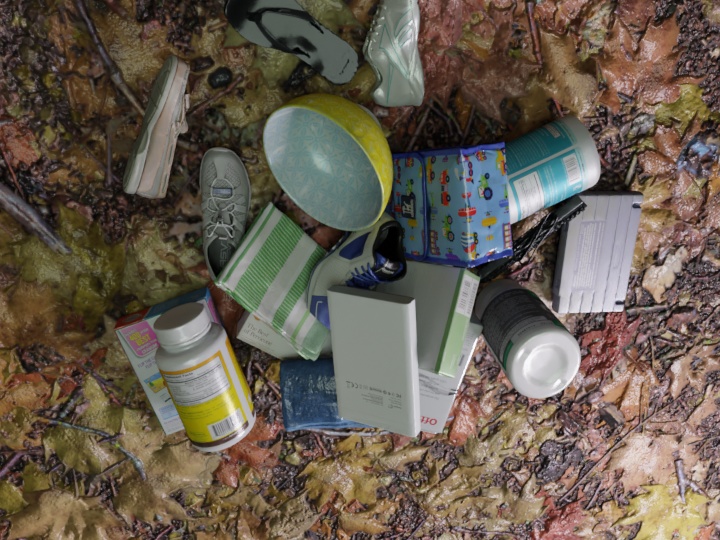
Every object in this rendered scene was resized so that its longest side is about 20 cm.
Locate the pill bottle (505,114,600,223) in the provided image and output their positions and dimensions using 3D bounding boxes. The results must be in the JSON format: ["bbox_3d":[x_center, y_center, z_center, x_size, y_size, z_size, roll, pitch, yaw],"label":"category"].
[{"bbox_3d":[0.242,-0.139,0.998,0.196,0.111,0.113,-24,113,1],"label":"pill bottle"}]

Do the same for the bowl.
[{"bbox_3d":[-0.027,-0.168,0.934,0.202,0.198,0.108,53,55,-22],"label":"bowl"}]

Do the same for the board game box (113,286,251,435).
[{"bbox_3d":[-0.275,0.145,1.065,0.149,0.040,0.204,-18,113,-2],"label":"board game box"}]

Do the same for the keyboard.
[{"bbox_3d":[0.264,-0.034,1.033,0.199,0.103,0.040,-41,69,20],"label":"keyboard"}]

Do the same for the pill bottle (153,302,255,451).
[{"bbox_3d":[-0.232,0.154,0.994,0.106,0.110,0.205,-17,113,-2],"label":"pill bottle"}]

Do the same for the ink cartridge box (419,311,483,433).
[{"bbox_3d":[0.092,0.145,1.098,0.141,0.084,0.205,15,108,-12],"label":"ink cartridge box"}]

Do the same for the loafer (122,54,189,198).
[{"bbox_3d":[-0.268,-0.192,0.928,0.062,0.072,0.203,15,115,-31],"label":"loafer"}]

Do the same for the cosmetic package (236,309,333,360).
[{"bbox_3d":[-0.092,0.107,1.074,0.197,0.051,0.084,28,104,-18],"label":"cosmetic package"}]

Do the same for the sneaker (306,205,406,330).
[{"bbox_3d":[0.000,-0.001,0.969,0.079,0.115,0.203,26,97,-32],"label":"sneaker"}]

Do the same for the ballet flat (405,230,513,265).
[{"bbox_3d":[0.147,-0.026,1.051,0.196,0.067,0.069,-27,113,2],"label":"ballet flat"}]

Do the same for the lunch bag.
[{"bbox_3d":[0.110,-0.095,0.962,0.092,0.198,0.155,-13,102,-35],"label":"lunch bag"}]

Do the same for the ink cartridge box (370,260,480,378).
[{"bbox_3d":[0.067,0.060,0.991,0.047,0.197,0.150,21,82,-45],"label":"ink cartridge box"}]

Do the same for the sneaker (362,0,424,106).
[{"bbox_3d":[0.041,-0.322,0.918,0.078,0.071,0.206,-8,113,-3],"label":"sneaker"}]

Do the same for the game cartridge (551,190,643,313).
[{"bbox_3d":[0.383,-0.029,1.106,0.126,0.039,0.206,0,111,-4],"label":"game cartridge"}]

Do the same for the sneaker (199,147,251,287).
[{"bbox_3d":[-0.192,-0.072,0.971,0.072,0.082,0.206,-4,112,-7],"label":"sneaker"}]

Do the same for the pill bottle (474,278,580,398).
[{"bbox_3d":[0.248,0.096,1.041,0.110,0.201,0.116,-3,113,-7],"label":"pill bottle"}]

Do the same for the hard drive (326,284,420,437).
[{"bbox_3d":[0.019,0.127,0.948,0.129,0.027,0.205,8,115,29],"label":"hard drive"}]

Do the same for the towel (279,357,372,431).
[{"bbox_3d":[-0.030,0.189,1.043,0.194,0.049,0.115,-1,106,7],"label":"towel"}]

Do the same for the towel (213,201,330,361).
[{"bbox_3d":[-0.103,0.017,1.003,0.199,0.023,0.155,42,67,-27],"label":"towel"}]

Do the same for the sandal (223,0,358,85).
[{"bbox_3d":[-0.088,-0.321,0.911,0.196,0.043,0.077,23,106,-17],"label":"sandal"}]
